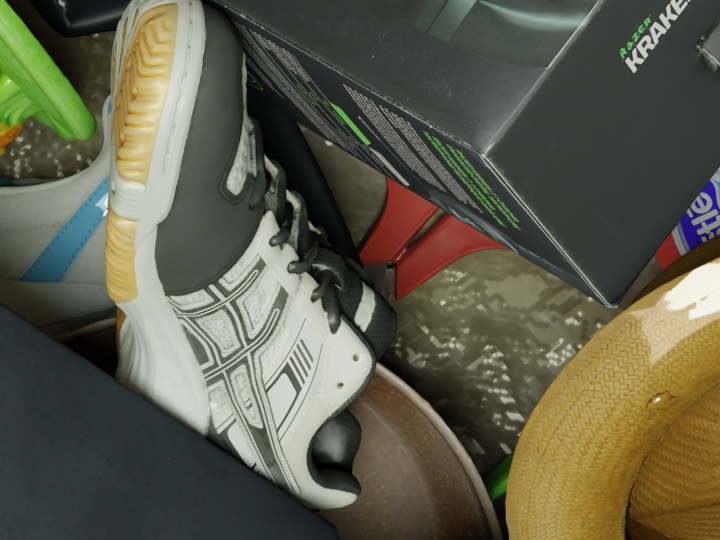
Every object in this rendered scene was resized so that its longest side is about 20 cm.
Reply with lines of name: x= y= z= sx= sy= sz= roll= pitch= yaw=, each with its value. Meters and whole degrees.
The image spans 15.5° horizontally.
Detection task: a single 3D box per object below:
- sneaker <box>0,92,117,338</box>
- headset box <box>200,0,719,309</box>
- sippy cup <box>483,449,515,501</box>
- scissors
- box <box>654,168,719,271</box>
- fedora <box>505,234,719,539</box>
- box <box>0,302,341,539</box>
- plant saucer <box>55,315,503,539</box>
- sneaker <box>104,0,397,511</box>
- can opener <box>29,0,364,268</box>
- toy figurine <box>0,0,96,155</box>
sneaker: x=-0.125 y=0.016 z=0.931 sx=0.200 sy=0.077 sz=0.081 roll=-37 pitch=89 yaw=8
headset box: x=0.047 y=-0.111 z=0.757 sx=0.200 sy=0.093 sz=0.174 roll=31 pitch=81 yaw=39
sippy cup: x=0.108 y=0.145 z=0.915 sx=0.130 sy=0.139 sz=0.179 roll=-31 pitch=64 yaw=29
scissors: x=0.000 y=0.000 z=0.938 sx=0.200 sy=0.014 sz=0.073 roll=-37 pitch=103 yaw=20
box: x=0.141 y=-0.036 z=0.854 sx=0.099 sy=0.096 sz=0.201 roll=-26 pitch=104 yaw=18
fedora: x=0.136 y=0.042 z=0.774 sx=0.199 sy=0.082 sz=0.201 roll=-5 pitch=128 yaw=-6
box: x=-0.138 y=0.120 z=0.757 sx=0.200 sy=0.124 sz=0.196 roll=36 pitch=117 yaw=-28
plant saucer: x=-0.048 y=0.099 z=0.896 sx=0.199 sy=0.037 sz=0.202 roll=2 pitch=112 yaw=4
sneaker: x=-0.032 y=-0.003 z=0.785 sx=0.087 sy=0.076 sz=0.201 roll=1 pitch=136 yaw=-1
can opener: x=-0.055 y=-0.066 z=0.875 sx=0.078 sy=0.063 sz=0.201 roll=-30 pitch=89 yaw=-12
toy figurine: x=-0.192 y=-0.033 z=0.809 sx=0.184 sy=0.200 sz=0.150 roll=-41 pitch=76 yaw=-5
